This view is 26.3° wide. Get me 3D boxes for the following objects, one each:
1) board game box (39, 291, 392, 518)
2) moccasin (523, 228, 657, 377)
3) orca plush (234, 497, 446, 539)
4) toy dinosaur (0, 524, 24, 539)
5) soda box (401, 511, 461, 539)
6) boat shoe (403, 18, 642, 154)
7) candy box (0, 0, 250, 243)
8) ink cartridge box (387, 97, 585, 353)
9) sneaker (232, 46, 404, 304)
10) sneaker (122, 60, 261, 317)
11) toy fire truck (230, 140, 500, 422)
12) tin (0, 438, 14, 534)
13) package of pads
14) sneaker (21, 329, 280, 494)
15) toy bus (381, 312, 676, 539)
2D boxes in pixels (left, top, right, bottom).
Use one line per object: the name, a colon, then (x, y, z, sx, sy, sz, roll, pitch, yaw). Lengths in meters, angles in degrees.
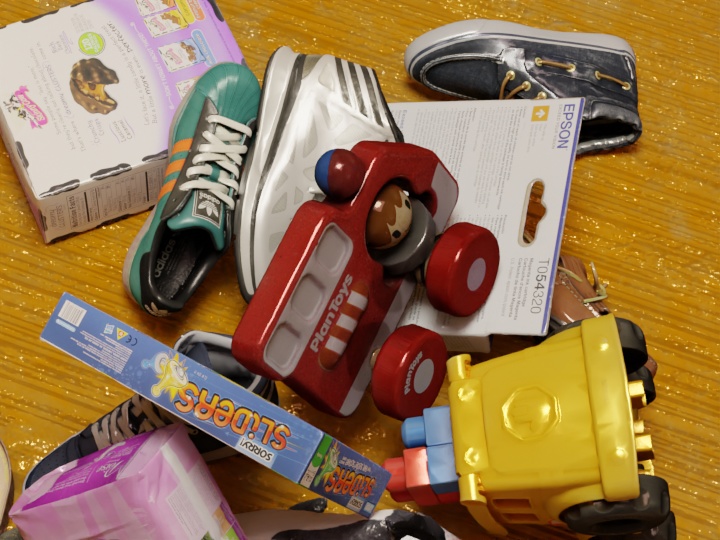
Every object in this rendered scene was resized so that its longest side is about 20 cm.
board game box: (-0.088, 0.085, 0.965, 0.199, 0.135, 0.035, 26, 83, 25)
moccasin: (0.152, 0.015, 1.191, 0.078, 0.074, 0.201, -41, 61, -14)
orca plush: (-0.034, 0.200, 1.042, 0.198, 0.105, 0.072, -12, 96, 21)
toy dinosaur: (-0.202, 0.200, 1.031, 0.198, 0.077, 0.103, -8, 82, -22)
soda box: (0.011, 0.266, 1.041, 0.068, 0.064, 0.200, 31, 63, 13)
boat shoe: (0.137, -0.150, 1.275, 0.198, 0.071, 0.092, 1, 57, -6)
candy box: (-0.191, -0.136, 1.245, 0.199, 0.072, 0.169, -20, 64, -15)
ink cartridge box: (0.067, -0.035, 1.169, 0.198, 0.043, 0.198, 2, 66, 25)
sneaker: (-0.027, -0.065, 1.161, 0.114, 0.076, 0.202, 9, 84, 11)
sneaker: (-0.116, -0.058, 1.157, 0.071, 0.080, 0.202, 19, 92, -25)
toy fire truck: (0.000, 0.000, 1.056, 0.112, 0.168, 0.201, 20, 77, 32)
tin: (-0.306, 0.194, 1.073, 0.111, 0.042, 0.201, 6, 61, 4)
package of pads: (-0.123, 0.204, 0.980, 0.201, 0.120, 0.076, 61, 30, -14)
sneaker: (-0.149, 0.109, 1.090, 0.199, 0.109, 0.070, -22, 64, -16)
toy bus: (0.116, 0.130, 1.068, 0.190, 0.200, 0.137, -11, 66, 12)
